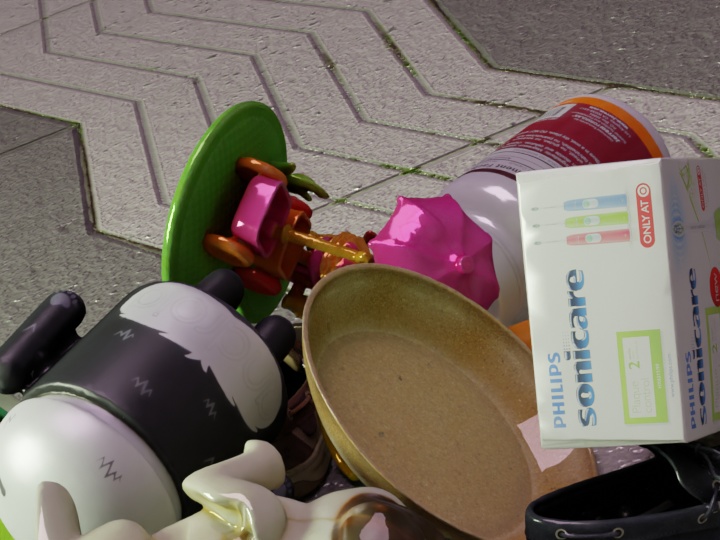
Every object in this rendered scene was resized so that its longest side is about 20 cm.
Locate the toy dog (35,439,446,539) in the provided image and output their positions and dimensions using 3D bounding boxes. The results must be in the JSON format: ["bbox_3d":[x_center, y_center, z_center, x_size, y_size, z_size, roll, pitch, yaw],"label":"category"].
[{"bbox_3d":[-0.050,0.167,1.062,0.199,0.140,0.194,-15,26,1],"label":"toy dog"}]

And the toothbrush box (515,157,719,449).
[{"bbox_3d":[0.166,0.013,1.167,0.086,0.146,0.200,-5,0,29],"label":"toothbrush box"}]

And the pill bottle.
[{"bbox_3d":[0.117,-0.031,1.443,0.113,0.113,0.200,4,31,42],"label":"pill bottle"}]

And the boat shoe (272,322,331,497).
[{"bbox_3d":[-0.050,0.072,1.371,0.072,0.072,0.200,-12,22,12],"label":"boat shoe"}]

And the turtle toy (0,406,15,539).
[{"bbox_3d":[-0.241,0.136,1.290,0.200,0.101,0.146,32,57,32],"label":"turtle toy"}]

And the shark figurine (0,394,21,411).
[{"bbox_3d":[-0.173,0.085,1.416,0.128,0.090,0.214,-30,27,-33],"label":"shark figurine"}]

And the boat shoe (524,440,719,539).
[{"bbox_3d":[0.173,0.117,1.117,0.200,0.062,0.075,-21,20,-13],"label":"boat shoe"}]

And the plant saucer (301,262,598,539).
[{"bbox_3d":[0.043,0.082,1.185,0.035,0.200,0.200,-49,5,31],"label":"plant saucer"}]

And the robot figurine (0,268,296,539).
[{"bbox_3d":[-0.122,0.087,1.211,0.150,0.125,0.200,14,43,31],"label":"robot figurine"}]

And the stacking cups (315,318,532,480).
[{"bbox_3d":[0.071,0.064,1.325,0.200,0.061,0.060,-23,22,-20],"label":"stacking cups"}]

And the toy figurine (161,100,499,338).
[{"bbox_3d":[0.000,0.000,1.333,0.184,0.200,0.150,17,74,21],"label":"toy figurine"}]
